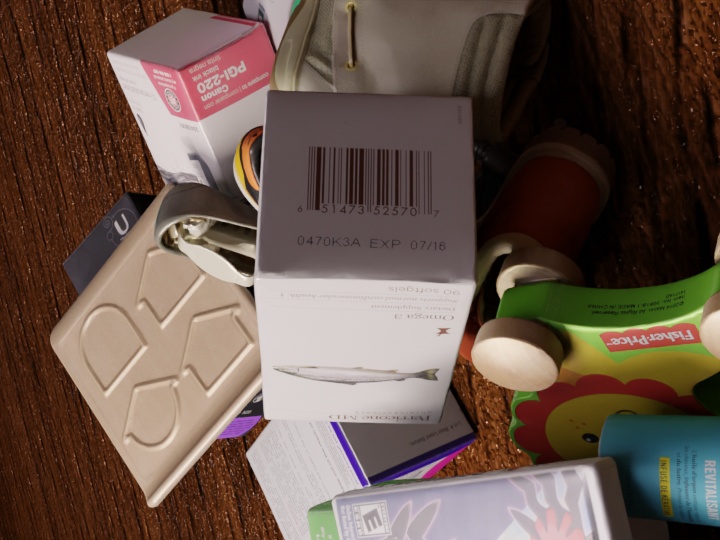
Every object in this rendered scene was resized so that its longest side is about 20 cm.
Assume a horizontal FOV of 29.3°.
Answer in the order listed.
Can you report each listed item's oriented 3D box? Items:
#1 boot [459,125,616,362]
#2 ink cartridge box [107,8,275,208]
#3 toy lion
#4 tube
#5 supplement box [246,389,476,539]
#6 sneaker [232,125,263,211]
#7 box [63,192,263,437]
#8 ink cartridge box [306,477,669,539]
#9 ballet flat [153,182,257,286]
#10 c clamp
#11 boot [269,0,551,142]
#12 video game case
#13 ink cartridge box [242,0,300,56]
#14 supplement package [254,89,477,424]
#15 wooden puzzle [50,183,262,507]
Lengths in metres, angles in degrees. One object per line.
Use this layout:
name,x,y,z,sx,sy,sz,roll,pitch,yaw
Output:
boot,0.084,0.013,0.836,0.075,0.107,0.200,25,143,6
ink cartridge box,-0.106,-0.097,1.104,0.145,0.085,0.201,24,142,55
toy lion,0.164,0.066,0.732,0.199,0.069,0.192,-10,133,36
tube,0.216,0.099,0.661,0.199,0.050,0.078,0,116,24
supplement box,-0.006,0.141,1.097,0.104,0.101,0.200,62,150,17
sneaker,-0.010,-0.024,0.949,0.200,0.070,0.090,42,177,-2
box,-0.154,0.041,1.229,0.106,0.122,0.200,-44,65,25
ink cartridge box,0.075,0.195,0.784,0.199,0.087,0.146,-10,88,41
ballet flat,-0.058,-0.005,1.019,0.199,0.064,0.068,20,135,-1
c clamp,0.042,-0.090,0.903,0.200,0.027,0.171,35,147,20
boot,0.043,-0.165,0.835,0.154,0.201,0.072,5,153,23
video game case,0.073,0.205,0.714,0.182,0.023,0.201,-16,84,42
ink cartridge box,-0.038,-0.136,1.042,0.161,0.050,0.200,54,146,29
supplement package,0.000,0.000,0.799,0.200,0.116,0.118,94,177,-63
wooden puzzle,-0.154,0.060,1.121,0.185,0.046,0.200,-48,60,22
